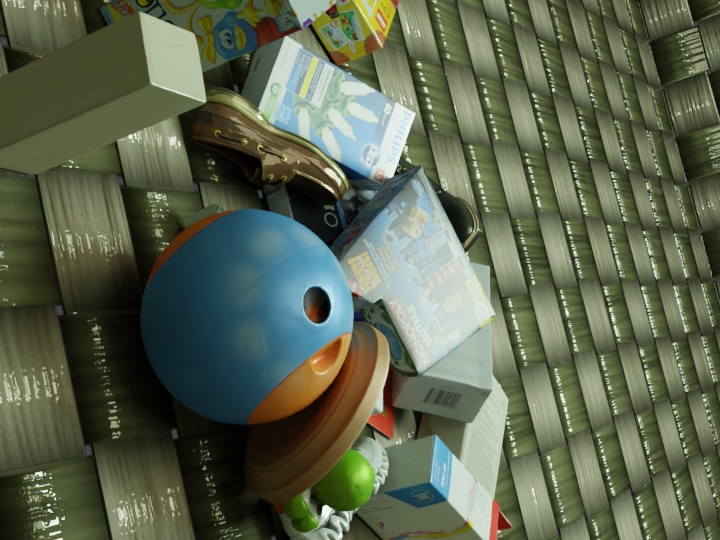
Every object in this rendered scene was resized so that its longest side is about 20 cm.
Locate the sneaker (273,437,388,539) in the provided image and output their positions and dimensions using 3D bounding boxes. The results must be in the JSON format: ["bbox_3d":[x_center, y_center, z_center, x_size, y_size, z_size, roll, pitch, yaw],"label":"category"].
[{"bbox_3d":[-0.031,0.225,1.401,0.081,0.075,0.200,58,30,-8],"label":"sneaker"}]

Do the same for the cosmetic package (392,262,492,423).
[{"bbox_3d":[0.103,0.080,1.646,0.112,0.081,0.201,14,48,-11],"label":"cosmetic package"}]

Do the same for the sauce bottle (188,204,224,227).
[{"bbox_3d":[-0.112,0.021,1.367,0.201,0.064,0.065,58,31,-28],"label":"sauce bottle"}]

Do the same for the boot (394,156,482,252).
[{"bbox_3d":[0.060,-0.103,1.679,0.138,0.078,0.200,38,1,-41],"label":"boot"}]

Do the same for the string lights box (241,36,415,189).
[{"bbox_3d":[-0.041,-0.181,1.517,0.199,0.059,0.103,26,78,-32],"label":"string lights box"}]

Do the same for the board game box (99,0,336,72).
[{"bbox_3d":[-0.144,-0.270,1.324,0.104,0.199,0.105,64,29,-16],"label":"board game box"}]

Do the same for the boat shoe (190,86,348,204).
[{"bbox_3d":[-0.103,-0.123,1.438,0.199,0.072,0.068,32,68,-26],"label":"boat shoe"}]

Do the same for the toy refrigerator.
[{"bbox_3d":[-0.234,-0.148,1.095,0.076,0.199,0.071,10,66,-58],"label":"toy refrigerator"}]

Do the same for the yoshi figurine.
[{"bbox_3d":[-0.020,0.179,1.319,0.112,0.112,0.201,28,39,-11],"label":"yoshi figurine"}]

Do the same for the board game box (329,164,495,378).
[{"bbox_3d":[0.034,0.013,1.464,0.199,0.061,0.201,-32,98,-39],"label":"board game box"}]

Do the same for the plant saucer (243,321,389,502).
[{"bbox_3d":[-0.050,0.133,1.281,0.032,0.200,0.201,39,40,-21],"label":"plant saucer"}]

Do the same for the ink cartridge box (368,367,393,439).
[{"bbox_3d":[0.009,0.084,1.577,0.173,0.043,0.201,37,44,-46],"label":"ink cartridge box"}]

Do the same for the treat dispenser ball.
[{"bbox_3d":[-0.106,0.043,1.219,0.201,0.200,0.202,37,44,-47],"label":"treat dispenser ball"}]

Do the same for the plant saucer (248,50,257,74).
[{"bbox_3d":[-0.061,-0.195,1.596,0.200,0.050,0.202,38,43,-47],"label":"plant saucer"}]

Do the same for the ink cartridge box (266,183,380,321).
[{"bbox_3d":[0.000,0.000,1.515,0.197,0.043,0.201,1,67,-39],"label":"ink cartridge box"}]

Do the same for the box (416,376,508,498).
[{"bbox_3d":[0.129,0.219,1.679,0.095,0.077,0.201,55,33,-30],"label":"box"}]

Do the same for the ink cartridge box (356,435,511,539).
[{"bbox_3d":[0.084,0.284,1.521,0.200,0.116,0.068,50,35,-35],"label":"ink cartridge box"}]

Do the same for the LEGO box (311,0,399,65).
[{"bbox_3d":[-0.036,-0.401,1.725,0.200,0.077,0.149,55,32,-30],"label":"LEGO box"}]
